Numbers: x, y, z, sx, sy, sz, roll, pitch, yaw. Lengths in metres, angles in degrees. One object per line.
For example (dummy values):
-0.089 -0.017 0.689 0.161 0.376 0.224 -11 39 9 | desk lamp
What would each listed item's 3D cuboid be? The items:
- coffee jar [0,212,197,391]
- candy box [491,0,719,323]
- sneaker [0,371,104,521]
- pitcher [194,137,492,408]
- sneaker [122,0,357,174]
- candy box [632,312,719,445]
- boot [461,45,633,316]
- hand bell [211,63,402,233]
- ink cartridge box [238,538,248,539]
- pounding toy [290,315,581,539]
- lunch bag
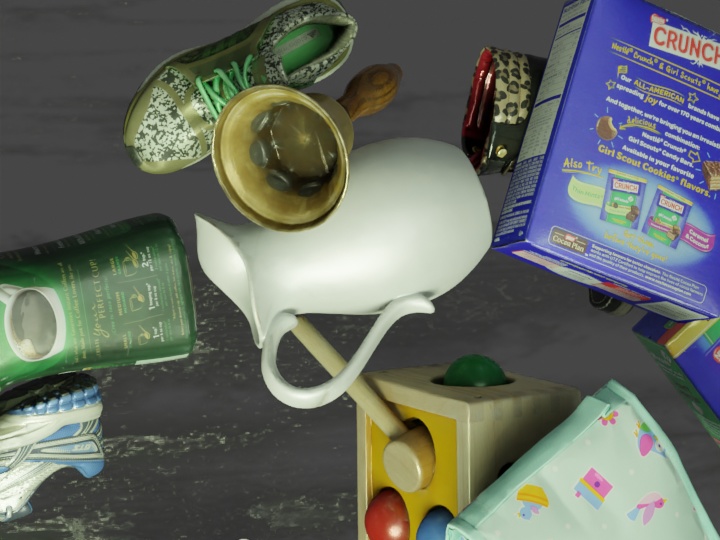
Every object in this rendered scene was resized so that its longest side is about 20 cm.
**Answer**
-0.220 0.027 1.429 0.198 0.085 0.105 -11 102 -19 | coffee jar
0.206 -0.084 1.498 0.168 0.077 0.202 21 80 -17 | candy box
-0.268 0.143 1.432 0.198 0.077 0.086 -19 105 -16 | sneaker
0.000 0.000 1.469 0.198 0.121 0.173 -20 66 -13 | pitcher
-0.083 -0.139 1.456 0.199 0.089 0.077 -36 102 -13 | sneaker
0.341 0.070 1.623 0.169 0.077 0.200 -42 105 -8 | candy box
0.153 -0.073 1.553 0.149 0.073 0.202 7 89 -20 | boot
-0.017 -0.111 1.452 0.103 0.200 0.105 9 115 21 | hand bell
-0.114 0.300 1.503 0.115 0.067 0.202 -18 101 -16 | ink cartridge box
0.053 0.137 1.498 0.141 0.184 0.202 -5 97 -30 | pounding toy
0.150 0.196 1.386 0.170 0.122 0.201 -37 117 -22 | lunch bag
